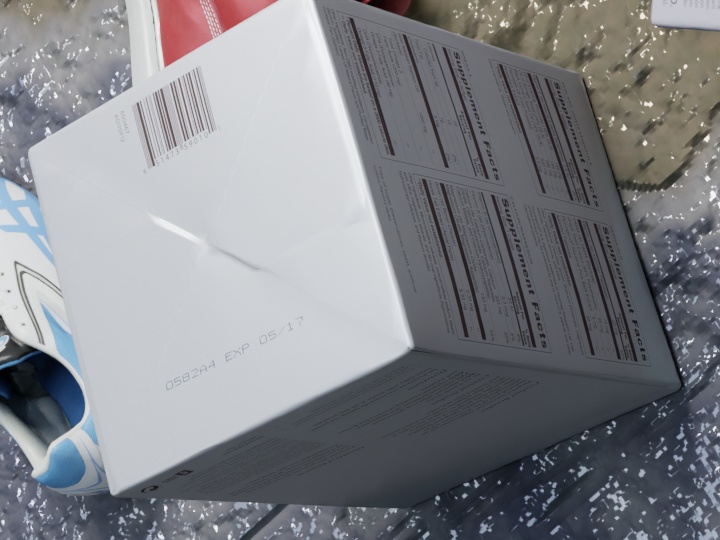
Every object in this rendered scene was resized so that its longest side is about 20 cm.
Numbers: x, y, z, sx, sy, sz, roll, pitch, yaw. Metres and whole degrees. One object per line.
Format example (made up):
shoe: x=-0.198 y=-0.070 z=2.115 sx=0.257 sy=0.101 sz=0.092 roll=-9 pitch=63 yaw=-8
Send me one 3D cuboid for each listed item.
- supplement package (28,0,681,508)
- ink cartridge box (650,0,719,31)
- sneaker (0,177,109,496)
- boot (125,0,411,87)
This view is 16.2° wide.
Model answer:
supplement package: x=0.000 y=0.000 z=1.025 sx=0.152 sy=0.200 sz=0.151 roll=-27 pitch=69 yaw=30
ink cartridge box: x=0.200 y=-0.144 z=0.943 sx=0.200 sy=0.042 sz=0.120 roll=11 pitch=103 yaw=44
sneaker: x=-0.166 y=0.023 z=1.224 sx=0.072 sy=0.072 sz=0.200 roll=-49 pitch=59 yaw=23
boot: x=-0.045 y=-0.160 z=1.160 sx=0.144 sy=0.072 sz=0.200 roll=-16 pitch=84 yaw=33
